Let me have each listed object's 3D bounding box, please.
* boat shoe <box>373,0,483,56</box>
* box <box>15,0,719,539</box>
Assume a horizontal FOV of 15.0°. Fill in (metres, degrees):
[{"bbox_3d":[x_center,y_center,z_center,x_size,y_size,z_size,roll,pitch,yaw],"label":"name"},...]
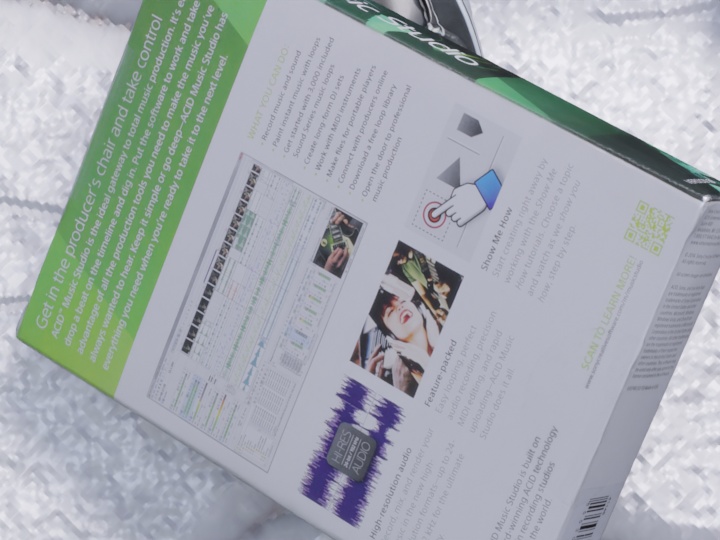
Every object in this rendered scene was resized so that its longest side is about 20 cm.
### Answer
[{"bbox_3d":[0.014,-0.039,0.857,0.068,0.057,0.201,-19,81,2],"label":"boat shoe"},{"bbox_3d":[0.000,0.000,0.812,0.200,0.036,0.145,30,106,26],"label":"box"}]
